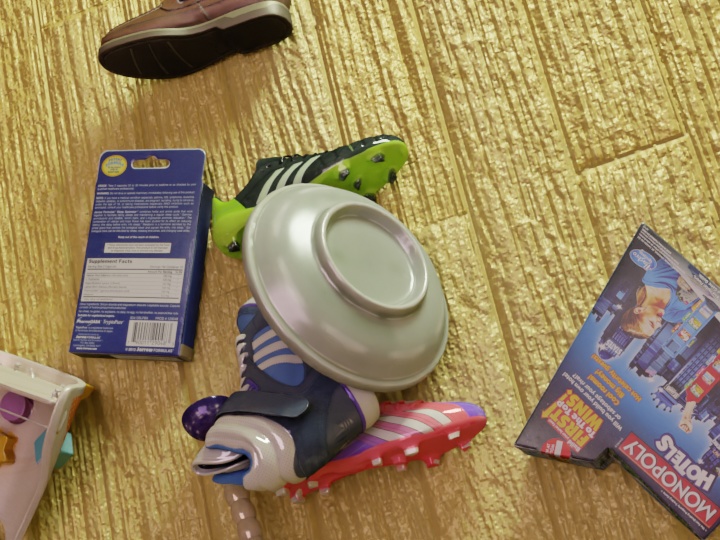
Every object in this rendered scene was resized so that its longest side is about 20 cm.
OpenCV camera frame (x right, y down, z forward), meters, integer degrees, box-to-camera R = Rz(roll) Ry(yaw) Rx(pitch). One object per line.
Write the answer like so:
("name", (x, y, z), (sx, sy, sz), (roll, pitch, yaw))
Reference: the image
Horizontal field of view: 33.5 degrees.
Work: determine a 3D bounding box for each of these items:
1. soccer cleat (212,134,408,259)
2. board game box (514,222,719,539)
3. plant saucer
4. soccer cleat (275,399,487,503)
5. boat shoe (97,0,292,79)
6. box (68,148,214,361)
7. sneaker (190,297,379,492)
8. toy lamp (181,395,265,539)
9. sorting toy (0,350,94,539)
("soccer cleat", (-0.052, -0.081, 1.091), (0.198, 0.068, 0.082), (-27, 54, 10))
("board game box", (0.228, 0.105, 0.936), (0.200, 0.062, 0.200), (-46, 65, 3))
("plant saucer", (0.000, 0.000, 0.977), (0.050, 0.198, 0.202), (-47, 60, 40))
("soccer cleat", (0.007, 0.135, 1.006), (0.198, 0.067, 0.077), (-20, 64, 15))
("boat shoe", (-0.163, -0.244, 1.179), (0.197, 0.072, 0.069), (-11, 66, 6))
("box", (-0.205, -0.016, 1.140), (0.120, 0.032, 0.203), (1, 76, 19))
("sneaker", (-0.092, 0.104, 0.989), (0.146, 0.081, 0.200), (-31, 40, -22))
("toy lamp", (-0.098, 0.199, 1.005), (0.058, 0.058, 0.201), (-30, 53, 8))
("sorting toy", (-0.347, 0.169, 1.105), (0.198, 0.107, 0.182), (15, 87, 22))
